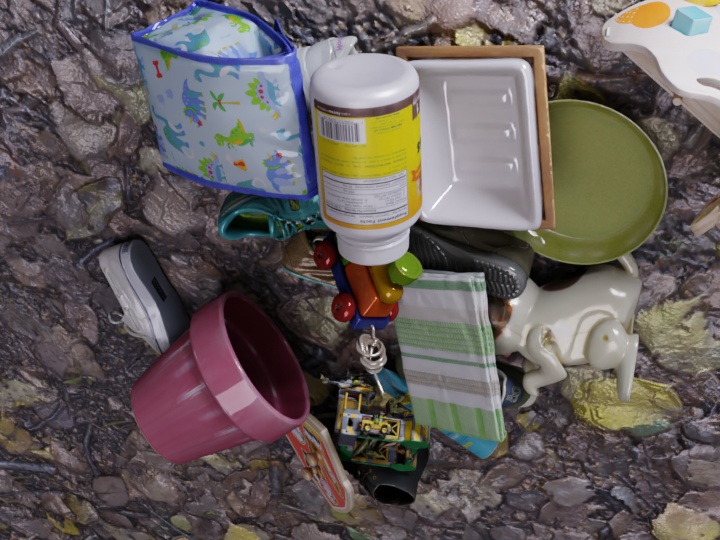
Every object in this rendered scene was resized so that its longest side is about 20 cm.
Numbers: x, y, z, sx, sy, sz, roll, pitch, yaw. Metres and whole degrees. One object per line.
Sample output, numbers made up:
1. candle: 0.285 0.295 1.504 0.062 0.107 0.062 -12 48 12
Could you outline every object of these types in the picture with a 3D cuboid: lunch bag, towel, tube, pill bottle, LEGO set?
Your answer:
1. lunch bag: -0.128 -0.177 1.049 0.199 0.127 0.171 25 140 36
2. towel: 0.103 0.095 1.160 0.149 0.031 0.202 5 111 49
3. tube: 0.101 0.189 1.367 0.199 0.051 0.077 32 153 -9
4. pill bottle: 0.008 -0.109 1.005 0.108 0.109 0.201 5 125 12
5. LEGO set: 0.027 0.188 1.326 0.152 0.117 0.200 5 156 5

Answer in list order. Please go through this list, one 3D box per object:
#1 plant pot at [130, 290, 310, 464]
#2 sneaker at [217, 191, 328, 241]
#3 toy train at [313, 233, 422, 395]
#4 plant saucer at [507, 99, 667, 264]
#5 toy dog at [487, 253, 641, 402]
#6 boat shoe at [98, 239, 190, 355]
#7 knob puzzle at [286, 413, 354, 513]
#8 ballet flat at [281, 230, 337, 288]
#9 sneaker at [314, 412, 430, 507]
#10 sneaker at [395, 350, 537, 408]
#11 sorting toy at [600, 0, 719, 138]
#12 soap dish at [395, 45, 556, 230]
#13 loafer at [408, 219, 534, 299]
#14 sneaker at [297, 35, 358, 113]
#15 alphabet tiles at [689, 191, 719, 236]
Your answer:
1. plant pot: -0.192 0.154 1.292 0.178 0.200 0.200 -31 117 14
2. sneaker: -0.078 -0.065 1.187 0.198 0.080 0.078 -5 127 18
3. toy train: 0.029 0.024 1.118 0.084 0.201 0.116 2 147 -39
4. plant saucer: 0.236 -0.099 1.084 0.199 0.031 0.201 13 126 18
5. toy dog: 0.225 0.057 1.167 0.198 0.140 0.195 5 117 11
6. boat shoe: -0.302 0.054 1.352 0.086 0.075 0.203 -10 123 22
7. knob puzzle: -0.070 0.268 1.389 0.220 0.030 0.220 48 157 28
8. ballet flat: 0.000 0.000 1.239 0.199 0.068 0.073 24 111 0
9. sneaker: -0.005 0.272 1.425 0.198 0.107 0.075 6 130 13
10. sneaker: 0.121 0.132 1.254 0.199 0.090 0.068 12 94 30
11. sorting toy: 0.331 -0.167 0.914 0.200 0.180 0.107 37 123 -13
12. soap dish: 0.128 -0.144 1.035 0.156 0.081 0.201 5 122 26
13. loafer: 0.116 -0.028 1.155 0.199 0.070 0.076 25 143 28
14. sneaker: 0.004 -0.165 1.084 0.099 0.075 0.201 -17 122 28
15. alphabet tiles: 0.406 -0.106 0.949 0.015 0.195 0.200 50 128 3
